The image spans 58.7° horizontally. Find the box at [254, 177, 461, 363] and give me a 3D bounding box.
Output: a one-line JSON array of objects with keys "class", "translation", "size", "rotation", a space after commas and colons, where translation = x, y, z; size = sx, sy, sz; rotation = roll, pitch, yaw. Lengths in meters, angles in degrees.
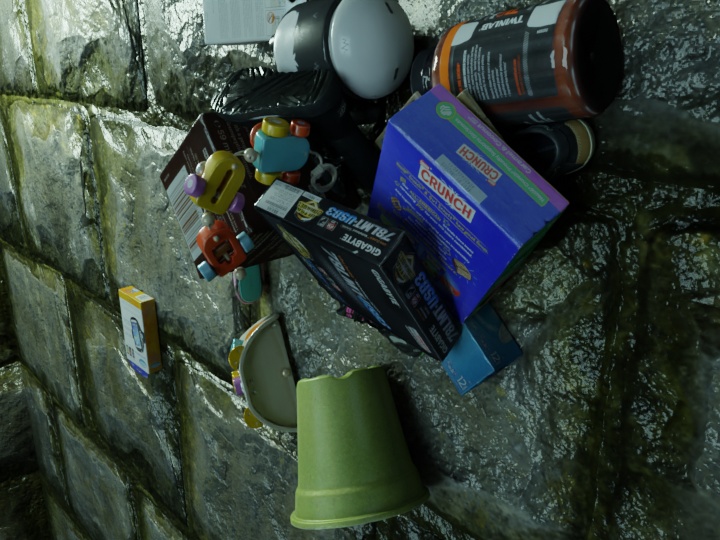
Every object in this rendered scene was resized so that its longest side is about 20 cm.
[{"class": "box", "translation": [0.000, 0.000, 0.712], "size": [0.197, 0.050, 0.201], "rotation": [29, 164, 39]}]

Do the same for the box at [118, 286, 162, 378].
[{"class": "box", "translation": [-0.521, 0.150, 1.520], "size": [0.118, 0.041, 0.205], "rotation": [19, 118, 43]}]

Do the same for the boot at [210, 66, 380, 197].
[{"class": "boot", "translation": [-0.074, -0.166, 0.800], "size": [0.196, 0.078, 0.169], "rotation": [10, 152, 33]}]

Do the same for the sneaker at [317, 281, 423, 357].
[{"class": "sneaker", "translation": [0.014, 0.055, 0.867], "size": [0.199, 0.083, 0.078], "rotation": [37, 128, 34]}]

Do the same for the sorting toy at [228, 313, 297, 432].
[{"class": "sorting toy", "translation": [-0.187, 0.189, 1.142], "size": [0.179, 0.105, 0.205], "rotation": [-9, 96, 67]}]

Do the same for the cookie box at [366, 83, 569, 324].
[{"class": "cookie box", "translation": [0.095, -0.058, 0.660], "size": [0.171, 0.075, 0.201], "rotation": [46, 160, 13]}]

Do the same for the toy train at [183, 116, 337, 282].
[{"class": "toy train", "translation": [-0.127, -0.089, 0.730], "size": [0.056, 0.199, 0.151], "rotation": [42, 168, 39]}]

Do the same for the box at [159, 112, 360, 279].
[{"class": "box", "translation": [-0.142, -0.112, 0.897], "size": [0.163, 0.197, 0.169], "rotation": [-34, 79, 47]}]

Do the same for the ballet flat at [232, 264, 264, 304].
[{"class": "ballet flat", "translation": [-0.195, -0.046, 1.087], "size": [0.071, 0.068, 0.205], "rotation": [-142, 50, -58]}]

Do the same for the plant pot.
[{"class": "plant pot", "translation": [-0.014, 0.236, 0.897], "size": [0.198, 0.197, 0.189], "rotation": [-18, 78, 48]}]

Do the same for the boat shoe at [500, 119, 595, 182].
[{"class": "boat shoe", "translation": [0.150, -0.108, 0.681], "size": [0.198, 0.061, 0.076], "rotation": [-15, 93, 52]}]

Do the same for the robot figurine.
[{"class": "robot figurine", "translation": [-0.025, -0.269, 0.780], "size": [0.197, 0.150, 0.127], "rotation": [11, 70, 46]}]

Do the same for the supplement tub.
[{"class": "supplement tub", "translation": [0.142, -0.197, 0.628], "size": [0.197, 0.106, 0.110], "rotation": [6, 107, 45]}]

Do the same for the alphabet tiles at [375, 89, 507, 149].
[{"class": "alphabet tiles", "translation": [0.098, -0.110, 0.688], "size": [0.168, 0.008, 0.200], "rotation": [53, 160, -2]}]

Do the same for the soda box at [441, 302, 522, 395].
[{"class": "soda box", "translation": [0.105, 0.040, 0.777], "size": [0.202, 0.063, 0.068], "rotation": [58, 136, 16]}]

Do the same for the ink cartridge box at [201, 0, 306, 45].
[{"class": "ink cartridge box", "translation": [-0.150, -0.421, 0.939], "size": [0.196, 0.050, 0.167], "rotation": [8, 108, 27]}]
